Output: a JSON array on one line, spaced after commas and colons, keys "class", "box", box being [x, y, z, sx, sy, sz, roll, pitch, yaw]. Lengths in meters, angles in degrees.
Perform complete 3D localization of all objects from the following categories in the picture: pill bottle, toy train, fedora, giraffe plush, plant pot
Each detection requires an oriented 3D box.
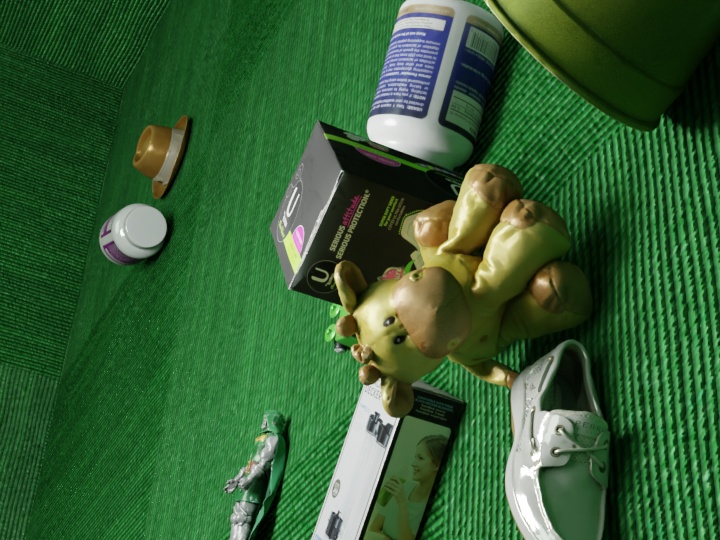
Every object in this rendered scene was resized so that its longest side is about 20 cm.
[{"class": "pill bottle", "box": [0.072, -0.175, 1.474, 0.116, 0.116, 0.200, -11, 61, 68]}, {"class": "toy train", "box": [0.000, 0.000, 1.628, 0.056, 0.042, 0.200, -24, 49, 52]}, {"class": "fedora", "box": [-0.428, -0.250, 2.977, 0.201, 0.082, 0.201, -55, 24, 39]}, {"class": "pill bottle", "box": [-0.453, -0.074, 2.838, 0.200, 0.112, 0.112, -15, 58, 67]}, {"class": "giraffe plush", "box": [0.063, 0.027, 1.146, 0.173, 0.162, 0.200, 49, 133, 24]}, {"class": "plant pot", "box": [0.218, -0.243, 1.063, 0.193, 0.200, 0.200, -46, 28, 25]}]

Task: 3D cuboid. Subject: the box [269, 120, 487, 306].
[{"class": "box", "box": [0.035, -0.033, 1.309, 0.124, 0.200, 0.149, -64, 20, 18]}]

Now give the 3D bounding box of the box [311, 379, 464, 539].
[{"class": "box", "box": [0.021, 0.199, 1.342, 0.200, 0.060, 0.117, -70, 19, 1]}]

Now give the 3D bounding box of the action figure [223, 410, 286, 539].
[{"class": "action figure", "box": [-0.132, 0.266, 1.720, 0.118, 0.055, 0.200, -29, 41, 67]}]

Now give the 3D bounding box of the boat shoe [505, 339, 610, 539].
[{"class": "boat shoe", "box": [0.150, 0.129, 1.035, 0.200, 0.071, 0.069, -92, 26, -48]}]
